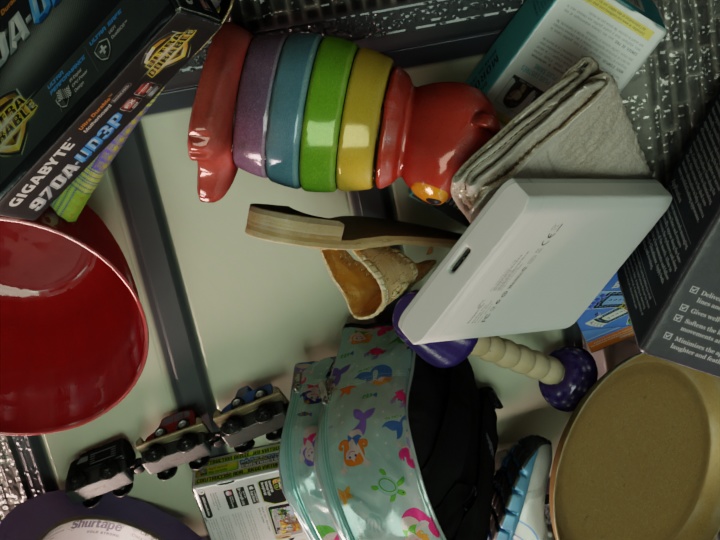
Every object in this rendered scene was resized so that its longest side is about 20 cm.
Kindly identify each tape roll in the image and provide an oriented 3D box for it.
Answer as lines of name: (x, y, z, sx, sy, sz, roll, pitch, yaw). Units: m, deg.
tape roll: (-0.199, 0.266, 1.474, 0.199, 0.200, 0.085, 18, 120, -14)

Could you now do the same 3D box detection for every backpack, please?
backpack: (0.026, 0.145, 1.411, 0.150, 0.200, 0.178, -19, 122, 12)

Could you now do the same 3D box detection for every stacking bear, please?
stacking bear: (-0.005, -0.098, 1.291, 0.199, 0.114, 0.122, 10, 161, 4)

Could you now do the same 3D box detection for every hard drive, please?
hard drive: (0.123, -0.008, 1.311, 0.199, 0.027, 0.132, -3, 136, -54)

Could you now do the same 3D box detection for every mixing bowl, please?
mixing bowl: (-0.244, 0.008, 1.357, 0.199, 0.109, 0.201, 0, 130, 0)

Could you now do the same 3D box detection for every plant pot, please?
plant pot: (0.216, 0.154, 1.477, 0.199, 0.027, 0.201, -10, 107, -35)

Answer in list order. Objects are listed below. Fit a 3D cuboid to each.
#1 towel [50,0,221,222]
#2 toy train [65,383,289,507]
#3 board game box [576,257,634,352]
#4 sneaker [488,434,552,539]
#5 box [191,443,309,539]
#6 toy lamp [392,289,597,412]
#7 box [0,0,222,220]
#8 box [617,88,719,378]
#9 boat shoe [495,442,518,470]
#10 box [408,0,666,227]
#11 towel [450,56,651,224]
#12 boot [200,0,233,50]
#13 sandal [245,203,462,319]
towel: (-0.176, -0.148, 1.267, 0.023, 0.144, 0.200, 3, 130, -52)
toy train: (-0.139, 0.133, 1.486, 0.199, 0.046, 0.034, -21, 133, 12)
board game box: (0.245, -0.017, 1.430, 0.199, 0.019, 0.103, -23, 119, 10)
sneaker: (0.131, 0.227, 1.481, 0.086, 0.075, 0.201, 12, 99, -6)
box: (-0.058, 0.232, 1.558, 0.109, 0.035, 0.201, -12, 122, 4)
toy lamp: (0.098, 0.056, 1.402, 0.058, 0.058, 0.200, -44, 142, 21)
box: (-0.196, -0.155, 1.235, 0.200, 0.159, 0.046, -42, 153, 25)
box: (0.295, -0.026, 1.354, 0.148, 0.107, 0.201, 18, 119, -14)
boat shoe: (0.077, 0.216, 1.552, 0.073, 0.063, 0.200, 40, 103, 13)
box: (0.120, -0.119, 1.341, 0.082, 0.049, 0.200, 28, 116, -19)
towel: (0.135, -0.060, 1.313, 0.132, 0.035, 0.200, -41, 155, 2)
boot: (-0.155, -0.148, 1.293, 0.074, 0.076, 0.200, 38, 114, -25)
sandal: (-0.004, -0.001, 1.345, 0.211, 0.077, 0.070, 6, 98, -47)
